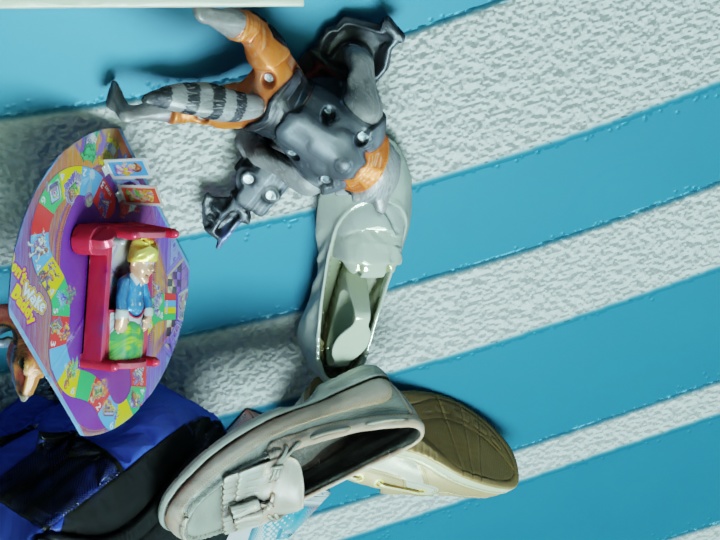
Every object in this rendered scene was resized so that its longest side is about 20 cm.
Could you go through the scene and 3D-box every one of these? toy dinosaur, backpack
[{"bbox_3d":[-0.287,0.071,1.486,0.200,0.105,0.181,18,137,-28],"label":"toy dinosaur"},{"bbox_3d":[-0.193,0.157,1.582,0.200,0.168,0.163,-36,143,-33],"label":"backpack"}]

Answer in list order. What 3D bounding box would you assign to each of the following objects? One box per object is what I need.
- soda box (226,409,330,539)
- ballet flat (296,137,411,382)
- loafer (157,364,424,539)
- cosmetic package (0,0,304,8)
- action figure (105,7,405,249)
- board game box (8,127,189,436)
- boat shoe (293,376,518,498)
[{"bbox_3d":[-0.111,0.199,1.710,0.068,0.064,0.200,24,121,-33],"label":"soda box"},{"bbox_3d":[0.000,0.000,1.566,0.069,0.069,0.200,0,130,-17],"label":"ballet flat"},{"bbox_3d":[-0.043,0.130,1.548,0.200,0.063,0.072,-30,145,-30],"label":"loafer"},{"bbox_3d":[-0.135,-0.206,1.313,0.200,0.073,0.104,-2,105,-17],"label":"cosmetic package"},{"bbox_3d":[-0.063,-0.082,1.451,0.193,0.105,0.200,23,118,-21],"label":"action figure"},{"bbox_3d":[-0.152,0.012,1.470,0.039,0.158,0.200,6,140,29],"label":"board game box"},{"bbox_3d":[0.026,0.132,1.695,0.200,0.074,0.069,21,133,-30],"label":"boat shoe"}]
